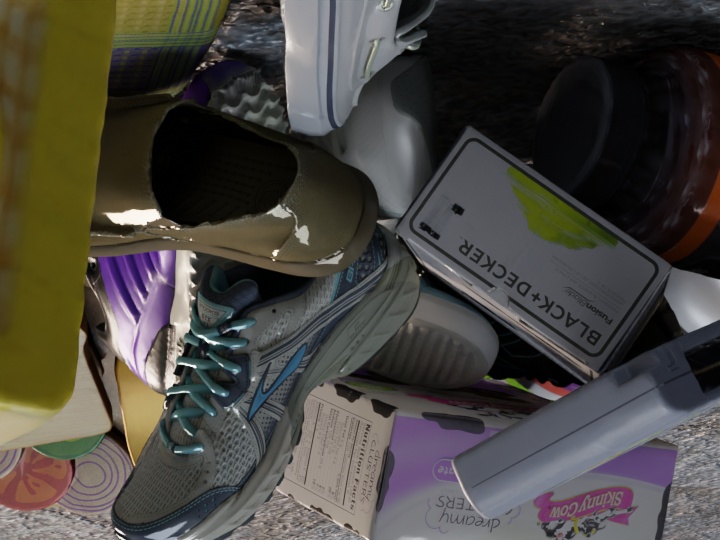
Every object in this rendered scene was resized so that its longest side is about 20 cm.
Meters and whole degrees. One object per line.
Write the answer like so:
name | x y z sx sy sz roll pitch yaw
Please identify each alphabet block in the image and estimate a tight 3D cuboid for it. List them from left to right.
alphabet block | -0.230 -0.028 1.172 0.195 0.197 0.200 13 158 -29

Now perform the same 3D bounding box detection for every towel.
towel | -0.135 -0.105 1.303 0.143 0.023 0.200 -3 166 -11

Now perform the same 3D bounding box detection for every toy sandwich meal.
toy sandwich meal | -0.180 0.072 1.616 0.205 0.070 0.205 -1 131 -1

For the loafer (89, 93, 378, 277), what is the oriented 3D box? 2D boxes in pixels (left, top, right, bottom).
loafer | -0.090 -0.047 1.326 0.200 0.076 0.067 5 157 20

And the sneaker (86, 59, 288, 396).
sneaker | -0.098 -0.024 1.445 0.070 0.099 0.200 -33 144 -43

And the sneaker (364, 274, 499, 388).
sneaker | 0.000 0.000 1.560 0.200 0.082 0.074 17 153 36

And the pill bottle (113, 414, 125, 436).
pill bottle | -0.198 0.061 1.727 0.200 0.113 0.113 -7 165 3

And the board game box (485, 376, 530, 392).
board game box | 0.125 0.063 1.754 0.200 0.102 0.048 -31 158 17

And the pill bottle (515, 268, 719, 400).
pill bottle | 0.167 -0.003 1.620 0.111 0.112 0.200 8 160 -40

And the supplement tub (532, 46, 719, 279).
supplement tub | 0.185 -0.047 1.444 0.200 0.107 0.107 14 158 -24

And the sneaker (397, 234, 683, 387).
sneaker | 0.096 0.025 1.575 0.075 0.200 0.079 -25 137 -34

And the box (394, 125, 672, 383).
box | 0.085 -0.001 1.405 0.117 0.060 0.200 35 179 8

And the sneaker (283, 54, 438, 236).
sneaker | -0.009 -0.053 1.452 0.080 0.071 0.200 1 165 -12

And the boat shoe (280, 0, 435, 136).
boat shoe | -0.001 -0.108 1.238 0.067 0.074 0.200 -5 165 0

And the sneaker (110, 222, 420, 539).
sneaker | -0.062 0.042 1.406 0.078 0.200 0.086 23 161 43

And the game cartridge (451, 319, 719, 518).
game cartridge | 0.131 0.063 1.388 0.133 0.041 0.200 -27 175 33

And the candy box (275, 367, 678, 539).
candy box | 0.045 0.099 1.564 0.168 0.072 0.200 9 -176 -26
